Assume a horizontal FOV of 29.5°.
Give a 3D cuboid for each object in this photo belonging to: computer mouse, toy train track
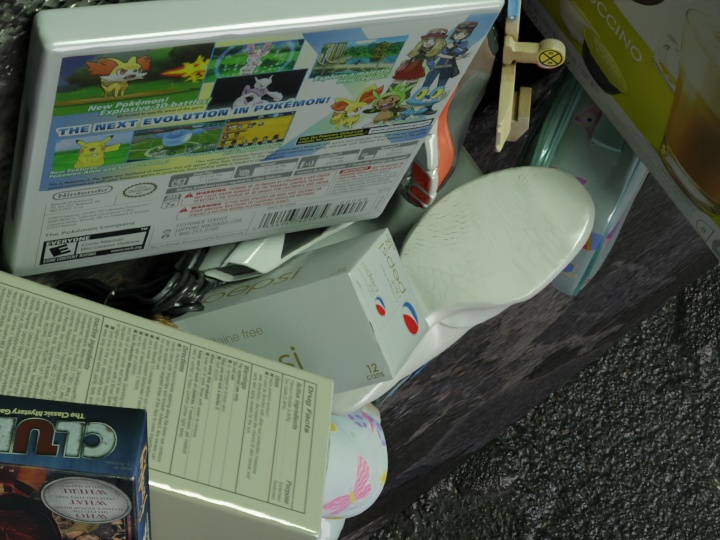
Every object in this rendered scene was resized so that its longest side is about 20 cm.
[{"bbox_3d":[-0.068,-0.021,0.755,0.200,0.044,0.110,-33,-163,-36],"label":"computer mouse"},{"bbox_3d":[0.090,-0.137,0.695,0.032,0.115,0.200,4,147,6],"label":"toy train track"}]

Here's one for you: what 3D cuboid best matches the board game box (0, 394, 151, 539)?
[{"bbox_3d":[-0.192,0.098,0.588,0.200,0.035,0.136,6,142,-2],"label":"board game box"}]

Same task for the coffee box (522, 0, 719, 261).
[{"bbox_3d":[0.232,-0.163,0.714,0.200,0.200,0.198,-32,164,-13],"label":"coffee box"}]

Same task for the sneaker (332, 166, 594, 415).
[{"bbox_3d":[0.050,0.011,0.809,0.200,0.075,0.088,-36,168,8],"label":"sneaker"}]

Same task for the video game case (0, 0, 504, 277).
[{"bbox_3d":[-0.055,-0.063,0.617,0.200,0.022,0.182,-10,155,-24],"label":"video game case"}]

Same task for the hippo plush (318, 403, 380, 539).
[{"bbox_3d":[-0.085,0.159,1.132,0.159,0.200,0.161,-5,153,24],"label":"hippo plush"}]

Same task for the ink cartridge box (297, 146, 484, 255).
[{"bbox_3d":[0.000,0.000,0.923,0.145,0.083,0.200,-32,164,-17],"label":"ink cartridge box"}]

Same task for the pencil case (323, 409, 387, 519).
[{"bbox_3d":[-0.059,0.133,0.904,0.091,0.083,0.200,-52,156,16],"label":"pencil case"}]

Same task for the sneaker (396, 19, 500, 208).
[{"bbox_3d":[0.045,-0.101,0.738,0.082,0.077,0.200,-39,168,-17],"label":"sneaker"}]

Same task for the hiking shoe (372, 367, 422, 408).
[{"bbox_3d":[0.007,0.105,1.290,0.200,0.074,0.087,-37,165,2],"label":"hiking shoe"}]

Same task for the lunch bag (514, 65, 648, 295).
[{"bbox_3d":[0.157,-0.097,0.877,0.160,0.077,0.200,91,25,-68],"label":"lunch bag"}]

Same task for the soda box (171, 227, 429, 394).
[{"bbox_3d":[-0.069,0.040,0.750,0.200,0.064,0.068,-17,-164,25],"label":"soda box"}]

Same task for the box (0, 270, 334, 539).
[{"bbox_3d":[-0.119,0.077,0.657,0.200,0.095,0.078,21,138,-17],"label":"box"}]
